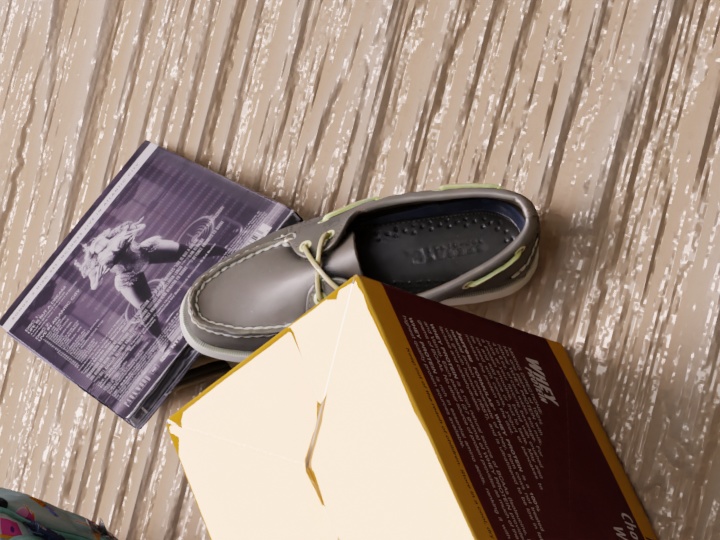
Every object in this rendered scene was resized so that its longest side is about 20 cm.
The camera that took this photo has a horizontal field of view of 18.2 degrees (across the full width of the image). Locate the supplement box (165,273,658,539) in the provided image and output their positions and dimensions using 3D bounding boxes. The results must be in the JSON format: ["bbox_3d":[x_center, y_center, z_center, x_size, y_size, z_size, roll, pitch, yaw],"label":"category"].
[{"bbox_3d":[0.042,0.136,1.116,0.133,0.200,0.198,-37,61,23],"label":"supplement box"}]

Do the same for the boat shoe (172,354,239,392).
[{"bbox_3d":[-0.071,0.043,1.307,0.199,0.073,0.063,-6,83,45],"label":"boat shoe"}]

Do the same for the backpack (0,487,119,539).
[{"bbox_3d":[-0.192,0.219,1.276,0.153,0.200,0.177,15,82,31],"label":"backpack"}]

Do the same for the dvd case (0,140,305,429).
[{"bbox_3d":[-0.127,0.003,1.317,0.149,0.016,0.200,-52,33,-8],"label":"dvd case"}]

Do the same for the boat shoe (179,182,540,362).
[{"bbox_3d":[-0.001,-0.003,1.203,0.200,0.060,0.073,-14,72,-4],"label":"boat shoe"}]
